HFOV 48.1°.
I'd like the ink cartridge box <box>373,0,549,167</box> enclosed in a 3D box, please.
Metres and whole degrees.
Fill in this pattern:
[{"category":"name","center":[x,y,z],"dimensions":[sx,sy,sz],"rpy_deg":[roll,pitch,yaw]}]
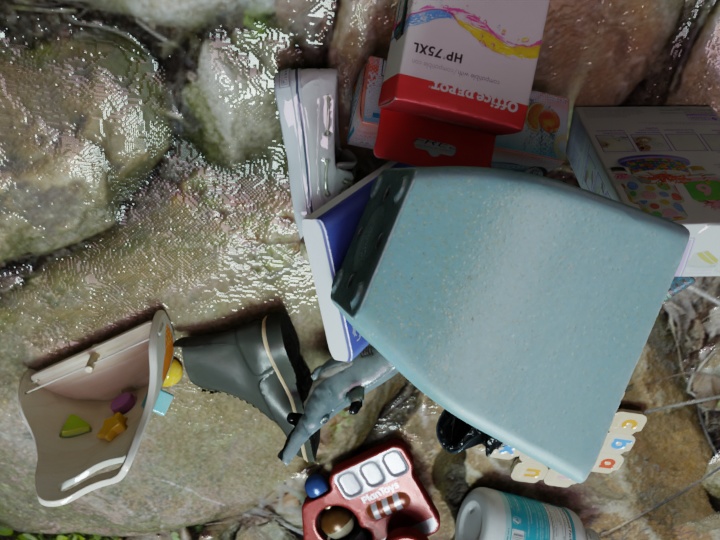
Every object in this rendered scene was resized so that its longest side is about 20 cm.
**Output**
[{"category":"ink cartridge box","center":[0.085,-0.185,0.669],"dimensions":[0.114,0.067,0.204],"rpy_deg":[10,94,-11]}]

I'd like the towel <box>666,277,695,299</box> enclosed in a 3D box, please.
[{"category":"towel","center":[0.227,0.002,0.856],"dimensions":[0.198,0.022,0.148],"rpy_deg":[-33,83,18]}]

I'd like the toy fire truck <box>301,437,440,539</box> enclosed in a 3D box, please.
[{"category":"toy fire truck","center":[0.006,0.333,1.105],"dimensions":[0.198,0.112,0.170],"rpy_deg":[-26,101,15]}]

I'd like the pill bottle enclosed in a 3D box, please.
[{"category":"pill bottle","center":[0.241,0.381,1.140],"dimensions":[0.197,0.112,0.112],"rpy_deg":[18,124,-16]}]

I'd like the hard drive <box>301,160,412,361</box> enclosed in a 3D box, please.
[{"category":"hard drive","center":[0.023,-0.024,0.757],"dimensions":[0.025,0.200,0.134],"rpy_deg":[4,117,33]}]

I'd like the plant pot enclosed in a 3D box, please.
[{"category":"plant pot","center":[0.090,0.013,0.634],"dimensions":[0.197,0.196,0.199],"rpy_deg":[23,92,-14]}]

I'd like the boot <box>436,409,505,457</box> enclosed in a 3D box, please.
[{"category":"boot","center":[0.196,0.154,0.934],"dimensions":[0.198,0.077,0.168],"rpy_deg":[-30,161,18]}]

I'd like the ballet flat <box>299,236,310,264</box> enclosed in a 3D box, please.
[{"category":"ballet flat","center":[0.000,0.000,0.817],"dimensions":[0.057,0.067,0.199],"rpy_deg":[-38,153,21]}]

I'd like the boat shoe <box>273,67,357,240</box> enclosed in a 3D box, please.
[{"category":"boat shoe","center":[-0.035,-0.097,0.782],"dimensions":[0.065,0.074,0.203],"rpy_deg":[-6,127,4]}]

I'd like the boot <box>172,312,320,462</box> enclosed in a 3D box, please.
[{"category":"boot","center":[-0.130,0.148,0.971],"dimensions":[0.136,0.078,0.203],"rpy_deg":[-10,114,9]}]

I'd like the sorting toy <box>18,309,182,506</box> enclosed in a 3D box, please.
[{"category":"sorting toy","center":[-0.289,0.169,0.902],"dimensions":[0.197,0.181,0.107],"rpy_deg":[-23,126,14]}]

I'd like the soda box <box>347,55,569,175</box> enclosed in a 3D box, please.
[{"category":"soda box","center":[0.089,-0.138,0.748],"dimensions":[0.196,0.065,0.068],"rpy_deg":[9,170,-11]}]

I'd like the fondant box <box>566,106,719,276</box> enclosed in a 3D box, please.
[{"category":"fondant box","center":[0.283,-0.079,0.737],"dimensions":[0.141,0.202,0.059],"rpy_deg":[-1,128,-2]}]

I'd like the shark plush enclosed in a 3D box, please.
[{"category":"shark plush","center":[-0.022,0.131,0.908],"dimensions":[0.199,0.083,0.092],"rpy_deg":[-34,123,-21]}]

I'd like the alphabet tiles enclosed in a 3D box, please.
[{"category":"alphabet tiles","center":[0.272,0.217,1.077],"dimensions":[0.192,0.015,0.202],"rpy_deg":[9,126,-7]}]
